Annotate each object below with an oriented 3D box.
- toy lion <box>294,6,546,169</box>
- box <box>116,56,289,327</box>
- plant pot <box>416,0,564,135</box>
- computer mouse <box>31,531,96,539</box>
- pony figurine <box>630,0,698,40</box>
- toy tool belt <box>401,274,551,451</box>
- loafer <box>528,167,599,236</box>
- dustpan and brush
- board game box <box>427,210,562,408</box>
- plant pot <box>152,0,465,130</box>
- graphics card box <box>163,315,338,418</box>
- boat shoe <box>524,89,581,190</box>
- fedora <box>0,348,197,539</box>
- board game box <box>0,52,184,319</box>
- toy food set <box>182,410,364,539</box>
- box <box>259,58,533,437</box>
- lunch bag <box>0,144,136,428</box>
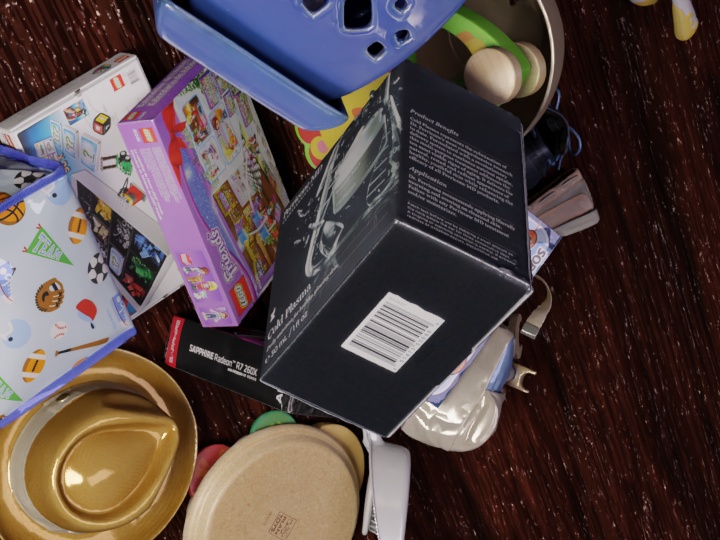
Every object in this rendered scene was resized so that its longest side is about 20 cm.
[{"bbox_3d":[0.035,-0.146,1.317,0.069,0.192,0.200,-25,148,-55],"label":"toy lion"},{"bbox_3d":[-0.122,-0.072,1.289,0.137,0.039,0.200,-55,134,-48],"label":"box"},{"bbox_3d":[0.100,-0.206,1.374,0.134,0.200,0.201,-33,125,-58],"label":"plant pot"},{"bbox_3d":[-0.214,0.279,1.363,0.110,0.044,0.200,-41,118,-25],"label":"computer mouse"},{"bbox_3d":[0.311,-0.347,1.511,0.193,0.166,0.200,-58,144,2],"label":"pony figurine"},{"bbox_3d":[0.114,0.085,1.515,0.200,0.125,0.123,-64,170,-1],"label":"toy tool belt"},{"bbox_3d":[0.157,-0.053,1.527,0.200,0.072,0.063,-18,97,-39],"label":"loafer"},{"bbox_3d":[0.019,0.186,1.467,0.057,0.140,0.200,5,99,1],"label":"dustpan and brush"},{"bbox_3d":[0.076,0.010,1.414,0.135,0.034,0.200,35,91,-25],"label":"board game box"},{"bbox_3d":[-0.054,-0.233,1.197,0.200,0.200,0.180,32,106,-22],"label":"plant pot"},{"bbox_3d":[-0.065,0.083,1.312,0.125,0.200,0.051,10,93,-37],"label":"graphics card box"},{"bbox_3d":[0.171,-0.120,1.442,0.069,0.200,0.084,-31,106,23],"label":"boat shoe"},{"bbox_3d":[-0.214,0.159,1.275,0.200,0.082,0.201,1,88,-32],"label":"fedora"},{"bbox_3d":[-0.204,-0.063,1.271,0.126,0.035,0.200,-35,121,-25],"label":"board game box"},{"bbox_3d":[-0.085,0.230,1.437,0.198,0.049,0.200,14,95,-38],"label":"toy food set"},{"bbox_3d":[0.027,-0.017,1.183,0.124,0.197,0.200,27,129,-18],"label":"box"},{"bbox_3d":[-0.302,0.026,1.172,0.200,0.124,0.170,-40,125,-29],"label":"lunch bag"}]
